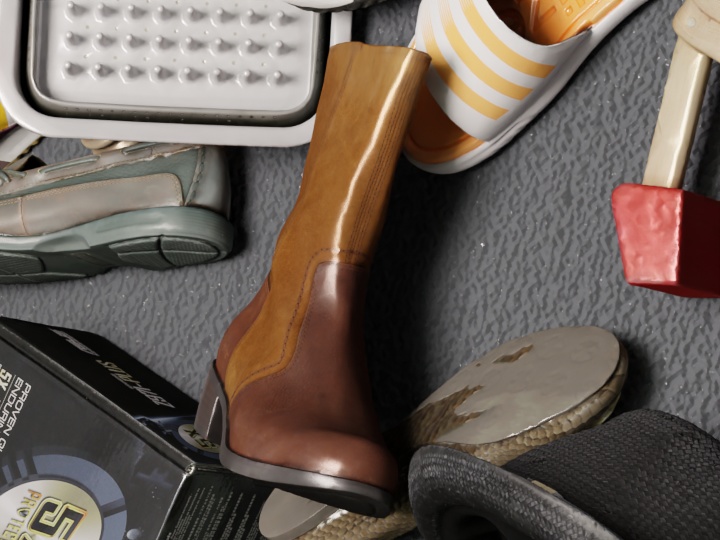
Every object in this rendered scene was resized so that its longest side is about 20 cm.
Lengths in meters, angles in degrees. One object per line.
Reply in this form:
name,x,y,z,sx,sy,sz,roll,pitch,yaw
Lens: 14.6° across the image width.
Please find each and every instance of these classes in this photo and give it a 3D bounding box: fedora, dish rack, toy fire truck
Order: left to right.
dish rack,-0.087,-0.157,1.360,0.171,0.044,0.201,3,82,-1
fedora,0.113,0.118,1.148,0.092,0.201,0.200,-42,51,-18
toy fire truck,0.178,-0.092,1.175,0.141,0.049,0.201,-4,79,38

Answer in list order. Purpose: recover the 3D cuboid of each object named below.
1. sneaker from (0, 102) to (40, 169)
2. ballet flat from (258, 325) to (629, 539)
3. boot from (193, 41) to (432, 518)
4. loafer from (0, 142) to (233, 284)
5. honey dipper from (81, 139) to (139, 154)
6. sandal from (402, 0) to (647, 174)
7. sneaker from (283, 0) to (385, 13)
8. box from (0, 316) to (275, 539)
sneaker,-0.188,-0.112,1.441,0.200,0.090,0.075,-45,58,24
ballet flat,0.042,0.085,1.259,0.200,0.046,0.067,-30,29,25
boot,0.000,0.000,1.246,0.188,0.068,0.200,-146,76,-75
loafer,-0.148,-0.032,1.416,0.200,0.072,0.063,-4,72,29
honey dipper,-0.176,-0.128,1.371,0.038,0.200,0.038,-26,38,23
sandal,0.076,-0.130,1.256,0.207,0.059,0.079,-43,59,25
sneaker,0.030,-0.186,1.279,0.200,0.077,0.076,-30,67,23
box,-0.145,0.148,1.365,0.164,0.086,0.200,32,102,37
